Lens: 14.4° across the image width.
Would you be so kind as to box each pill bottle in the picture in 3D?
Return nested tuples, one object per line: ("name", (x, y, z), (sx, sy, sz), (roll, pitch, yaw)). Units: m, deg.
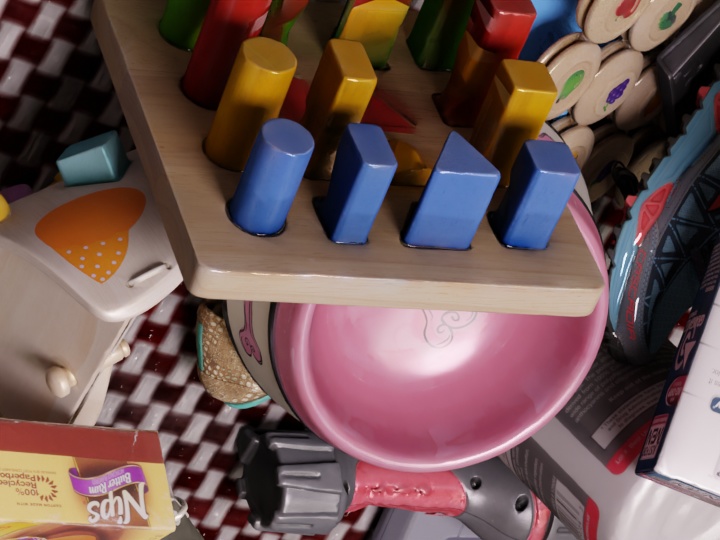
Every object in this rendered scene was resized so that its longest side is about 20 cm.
("pill bottle", (0.124, 0.073, 1.530), (0.110, 0.200, 0.111), (-21, 133, -24))

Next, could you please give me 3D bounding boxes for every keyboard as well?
("keyboard", (0.178, -0.071, 1.553), (0.127, 0.021, 0.200), (-47, 155, -13))

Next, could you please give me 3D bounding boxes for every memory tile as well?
("memory tile", (0.142, -0.096, 1.500), (0.154, 0.017, 0.200), (-56, 154, 20))

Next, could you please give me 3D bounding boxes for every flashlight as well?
("flashlight", (0.032, 0.125, 1.566), (0.199, 0.068, 0.068), (4, 88, -32))

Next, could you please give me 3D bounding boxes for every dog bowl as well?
("dog bowl", (0.035, 0.012, 1.411), (0.199, 0.074, 0.201), (-9, 120, -15))

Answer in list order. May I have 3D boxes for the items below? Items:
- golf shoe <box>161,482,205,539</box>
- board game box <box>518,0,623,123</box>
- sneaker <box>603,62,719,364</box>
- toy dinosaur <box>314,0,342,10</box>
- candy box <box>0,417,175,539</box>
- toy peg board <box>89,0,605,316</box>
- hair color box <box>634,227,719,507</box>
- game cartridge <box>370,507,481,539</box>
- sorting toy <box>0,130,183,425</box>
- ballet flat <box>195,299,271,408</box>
("golf shoe", (-0.103, 0.156, 1.511), (0.199, 0.077, 0.089), (14, 105, -44))
("board game box", (0.124, -0.192, 1.445), (0.200, 0.040, 0.153), (-47, 138, 2))
("sneaker", (0.196, -0.032, 1.467), (0.201, 0.095, 0.079), (-58, 158, -13))
("toy dinosaur", (0.003, -0.184, 1.345), (0.101, 0.058, 0.201), (10, 115, -43))
("candy box", (-0.195, 0.132, 1.360), (0.116, 0.057, 0.200), (8, 149, -41))
("toy peg board", (0.003, -0.086, 1.279), (0.199, 0.200, 0.098), (3, 131, -25))
("hair color box", (0.217, 0.024, 1.409), (0.099, 0.061, 0.201), (21, 83, -3))
("game cartridge", (0.082, 0.171, 1.695), (0.199, 0.041, 0.134), (5, 121, -41))
("sorting toy", (-0.108, -0.017, 1.351), (0.180, 0.107, 0.200), (-36, 171, -31))
("ballet flat", (0.000, 0.000, 1.479), (0.199, 0.070, 0.066), (-32, 126, -18))
